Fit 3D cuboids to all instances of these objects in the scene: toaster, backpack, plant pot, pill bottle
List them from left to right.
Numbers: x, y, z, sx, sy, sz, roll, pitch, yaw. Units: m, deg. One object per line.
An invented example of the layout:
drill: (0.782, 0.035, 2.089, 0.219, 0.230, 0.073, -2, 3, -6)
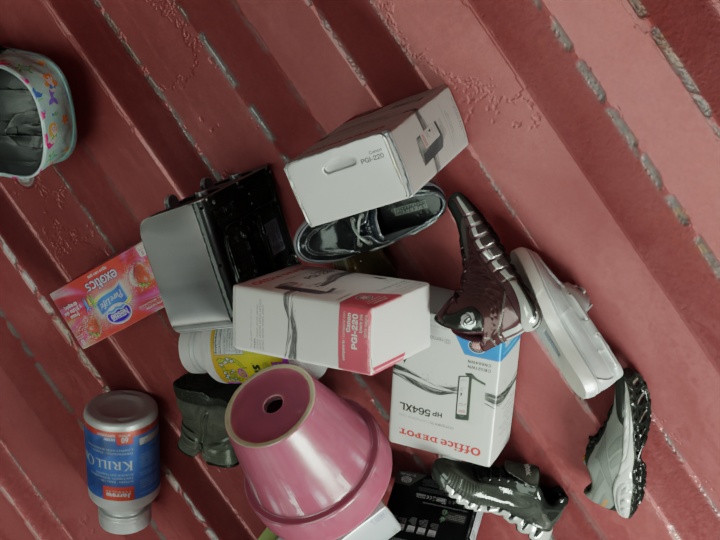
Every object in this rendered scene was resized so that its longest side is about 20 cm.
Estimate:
backpack: (-0.480, -0.218, 1.692, 0.199, 0.150, 0.179, 12, 118, 29)
pill bottle: (-0.358, 0.292, 1.868, 0.112, 0.112, 0.201, 11, 115, 21)
toaster: (-0.172, -0.021, 1.611, 0.118, 0.181, 0.201, -9, 105, 31)
pill bottle: (-0.147, 0.102, 1.692, 0.199, 0.104, 0.105, -4, 109, 27)
plant pot: (-0.081, 0.224, 1.600, 0.199, 0.201, 0.179, -4, 139, 27)

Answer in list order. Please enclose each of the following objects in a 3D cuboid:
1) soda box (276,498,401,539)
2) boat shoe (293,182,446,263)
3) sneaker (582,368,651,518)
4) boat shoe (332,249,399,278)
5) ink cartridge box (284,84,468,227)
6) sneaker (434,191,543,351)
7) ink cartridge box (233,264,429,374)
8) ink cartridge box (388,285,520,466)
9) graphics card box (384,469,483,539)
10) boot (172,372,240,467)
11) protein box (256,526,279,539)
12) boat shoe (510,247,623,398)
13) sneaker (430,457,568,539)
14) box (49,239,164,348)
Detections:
soda box: (-0.050, 0.364, 1.630, 0.068, 0.200, 0.064, 48, 171, 46)
boat shoe: (0.012, -0.056, 1.521, 0.199, 0.068, 0.072, -16, 100, 1)
sneaker: (0.315, 0.214, 1.536, 0.079, 0.074, 0.201, 13, 116, 26)
boat shoe: (0.000, 0.000, 1.607, 0.065, 0.072, 0.201, 13, 124, 66)
ink cartridge box: (0.023, -0.137, 1.453, 0.145, 0.200, 0.085, -15, 104, 30)
sneaker: (0.125, 0.008, 1.487, 0.115, 0.076, 0.201, -33, 63, 11)
ink cartridge box: (-0.035, 0.055, 1.494, 0.199, 0.145, 0.085, 6, 104, 31)
ink cartridge box: (0.121, 0.135, 1.587, 0.145, 0.084, 0.201, 12, 115, 21)
graphics card box: (0.082, 0.373, 1.645, 0.125, 0.201, 0.051, 6, 150, 23)
boot: (-0.184, 0.229, 1.794, 0.199, 0.068, 0.131, 13, 120, 29)
protein box: (-0.072, 0.453, 1.727, 0.200, 0.199, 0.135, 36, 166, 8)
boat shoe: (0.251, 0.054, 1.500, 0.201, 0.068, 0.072, 61, 168, 18)
sneaker: (0.187, 0.277, 1.606, 0.199, 0.067, 0.091, 29, 112, -17)
box: (-0.323, 0.020, 1.745, 0.199, 0.103, 0.095, -26, 99, 30)
